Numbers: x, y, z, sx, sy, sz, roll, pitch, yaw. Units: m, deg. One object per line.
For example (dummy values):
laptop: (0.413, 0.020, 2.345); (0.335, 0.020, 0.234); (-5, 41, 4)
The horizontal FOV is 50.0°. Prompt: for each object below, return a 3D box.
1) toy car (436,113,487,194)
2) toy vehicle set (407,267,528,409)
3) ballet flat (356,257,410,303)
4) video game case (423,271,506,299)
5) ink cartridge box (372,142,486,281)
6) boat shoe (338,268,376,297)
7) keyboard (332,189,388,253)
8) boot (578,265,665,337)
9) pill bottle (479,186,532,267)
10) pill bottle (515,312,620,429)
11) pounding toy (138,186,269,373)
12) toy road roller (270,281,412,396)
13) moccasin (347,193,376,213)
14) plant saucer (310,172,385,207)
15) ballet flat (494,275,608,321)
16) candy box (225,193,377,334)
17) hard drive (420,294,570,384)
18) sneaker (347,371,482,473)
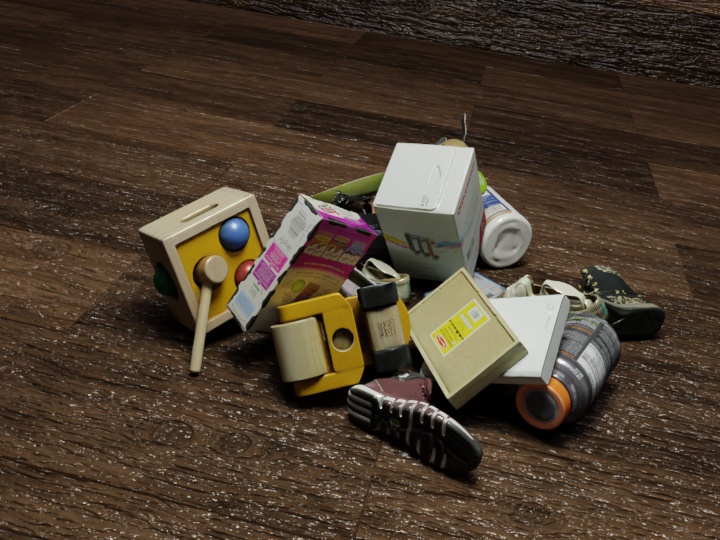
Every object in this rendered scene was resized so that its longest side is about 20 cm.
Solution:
toy car: (0.156, -0.208, 1.480); (0.156, 0.164, 0.202); (28, 57, -17)
toy vehicle set: (0.142, 0.090, 1.100); (0.124, 0.027, 0.201); (-39, 33, 7)
ballet flat: (0.000, 0.000, 1.331); (0.198, 0.063, 0.067); (19, 32, 21)
video game case: (0.225, 0.069, 1.308); (0.142, 0.018, 0.199); (-20, 39, -40)
ink cartridge box: (0.125, -0.098, 1.329); (0.143, 0.201, 0.147); (8, 57, 21)
boat shoe: (-0.005, 0.034, 1.208); (0.201, 0.065, 0.075); (36, 49, -3)
keyboard: (0.011, -0.087, 1.395); (0.199, 0.021, 0.128); (-4, 65, -52)
boot: (0.399, 0.050, 1.331); (0.200, 0.074, 0.154); (4, 26, -14)
pill bottle: (0.241, -0.100, 1.512); (0.109, 0.112, 0.200); (-4, 31, -19)
pill bottle: (0.291, 0.145, 1.099); (0.105, 0.108, 0.199); (23, 33, 26)
pounding toy: (-0.222, 0.009, 1.141); (0.199, 0.186, 0.141); (-31, 28, -28)
toy road roller: (-0.025, 0.093, 1.105); (0.197, 0.125, 0.146); (-13, 1, -8)
moccasin: (0.020, -0.101, 1.496); (0.198, 0.079, 0.074); (-2, 28, -17)
plant saucer: (-0.038, -0.143, 1.518); (0.197, 0.031, 0.200); (-20, 2, 1)
ballet flat: (0.291, 0.043, 1.219); (0.198, 0.076, 0.068); (8, 49, 36)
candy box: (-0.083, -0.001, 1.106); (0.061, 0.201, 0.136); (46, 18, 32)
hard drive: (0.187, 0.098, 1.092); (0.198, 0.026, 0.133); (-7, 48, 43)
sneaker: (0.089, 0.183, 1.023); (0.198, 0.077, 0.115); (23, 30, 27)
